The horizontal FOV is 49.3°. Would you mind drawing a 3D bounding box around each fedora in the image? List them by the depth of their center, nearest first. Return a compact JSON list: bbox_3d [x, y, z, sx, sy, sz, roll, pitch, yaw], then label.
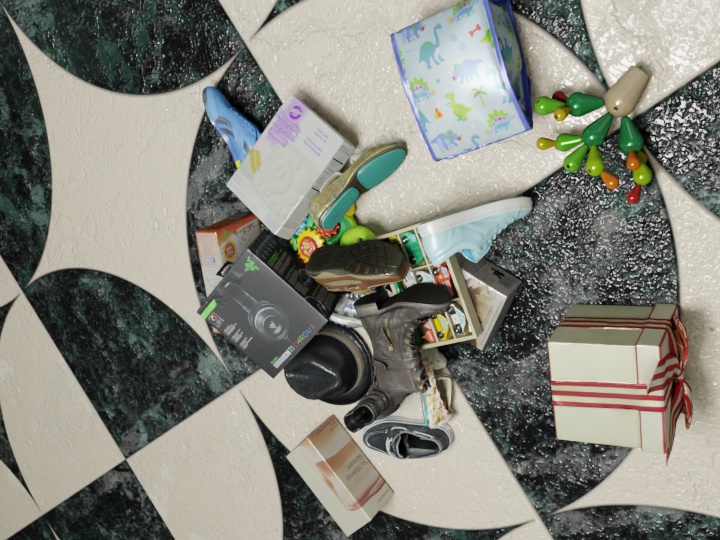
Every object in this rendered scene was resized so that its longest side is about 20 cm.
[{"bbox_3d":[-0.077,0.192,1.514,0.197,0.091,0.206,12,114,28],"label":"fedora"}]

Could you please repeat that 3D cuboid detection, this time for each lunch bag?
[{"bbox_3d":[0.159,-0.283,1.173,0.167,0.126,0.205,-15,90,34],"label":"lunch bag"}]

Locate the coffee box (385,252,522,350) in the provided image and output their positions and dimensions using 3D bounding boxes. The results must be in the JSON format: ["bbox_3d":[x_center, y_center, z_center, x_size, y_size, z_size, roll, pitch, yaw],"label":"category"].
[{"bbox_3d":[0.154,0.024,1.317,0.198,0.079,0.115,32,123,18],"label":"coffee box"}]

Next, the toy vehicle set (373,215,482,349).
[{"bbox_3d":[0.109,0.023,1.278,0.122,0.026,0.204,-16,99,36],"label":"toy vehicle set"}]

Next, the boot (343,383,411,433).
[{"bbox_3d":[0.017,0.247,1.425,0.070,0.131,0.201,49,149,13],"label":"boot"}]

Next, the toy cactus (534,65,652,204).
[{"bbox_3d":[0.350,-0.207,1.118,0.199,0.102,0.167,40,105,16],"label":"toy cactus"}]

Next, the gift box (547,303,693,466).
[{"bbox_3d":[0.388,0.165,1.158,0.183,0.200,0.189,-1,113,30],"label":"gift box"}]

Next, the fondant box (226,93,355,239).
[{"bbox_3d":[-0.123,-0.180,1.369,0.144,0.058,0.201,42,99,23],"label":"fondant box"}]

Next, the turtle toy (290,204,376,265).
[{"bbox_3d":[-0.051,-0.053,1.402,0.196,0.101,0.149,4,110,30],"label":"turtle toy"}]

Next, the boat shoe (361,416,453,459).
[{"bbox_3d":[0.077,0.324,1.484,0.196,0.068,0.074,-4,106,33],"label":"boat shoe"}]

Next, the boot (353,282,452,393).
[{"bbox_3d":[0.084,0.118,1.283,0.197,0.069,0.178,-7,110,39],"label":"boot"}]

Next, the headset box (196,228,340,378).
[{"bbox_3d":[-0.167,0.055,1.393,0.199,0.093,0.174,42,117,-7],"label":"headset box"}]

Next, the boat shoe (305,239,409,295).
[{"bbox_3d":[0.000,0.000,1.296,0.197,0.077,0.074,3,142,41],"label":"boat shoe"}]

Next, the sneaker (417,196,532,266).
[{"bbox_3d":[0.183,-0.058,1.216,0.074,0.196,0.084,-176,70,-75],"label":"sneaker"}]

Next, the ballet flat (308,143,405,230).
[{"bbox_3d":[-0.012,-0.156,1.331,0.200,0.071,0.071,-44,83,4],"label":"ballet flat"}]

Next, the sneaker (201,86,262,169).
[{"bbox_3d":[-0.219,-0.262,1.458,0.078,0.066,0.203,-29,92,24],"label":"sneaker"}]

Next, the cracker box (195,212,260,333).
[{"bbox_3d":[-0.242,0.004,1.522,0.056,0.133,0.205,2,108,30],"label":"cracker box"}]

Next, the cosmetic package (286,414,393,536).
[{"bbox_3d":[-0.041,0.408,1.568,0.201,0.103,0.087,50,126,4],"label":"cosmetic package"}]

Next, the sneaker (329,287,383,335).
[{"bbox_3d":[0.005,0.061,1.438,0.196,0.077,0.087,22,108,15],"label":"sneaker"}]

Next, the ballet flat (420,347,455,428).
[{"bbox_3d":[0.129,0.187,1.413,0.062,0.076,0.205,-12,108,2],"label":"ballet flat"}]
